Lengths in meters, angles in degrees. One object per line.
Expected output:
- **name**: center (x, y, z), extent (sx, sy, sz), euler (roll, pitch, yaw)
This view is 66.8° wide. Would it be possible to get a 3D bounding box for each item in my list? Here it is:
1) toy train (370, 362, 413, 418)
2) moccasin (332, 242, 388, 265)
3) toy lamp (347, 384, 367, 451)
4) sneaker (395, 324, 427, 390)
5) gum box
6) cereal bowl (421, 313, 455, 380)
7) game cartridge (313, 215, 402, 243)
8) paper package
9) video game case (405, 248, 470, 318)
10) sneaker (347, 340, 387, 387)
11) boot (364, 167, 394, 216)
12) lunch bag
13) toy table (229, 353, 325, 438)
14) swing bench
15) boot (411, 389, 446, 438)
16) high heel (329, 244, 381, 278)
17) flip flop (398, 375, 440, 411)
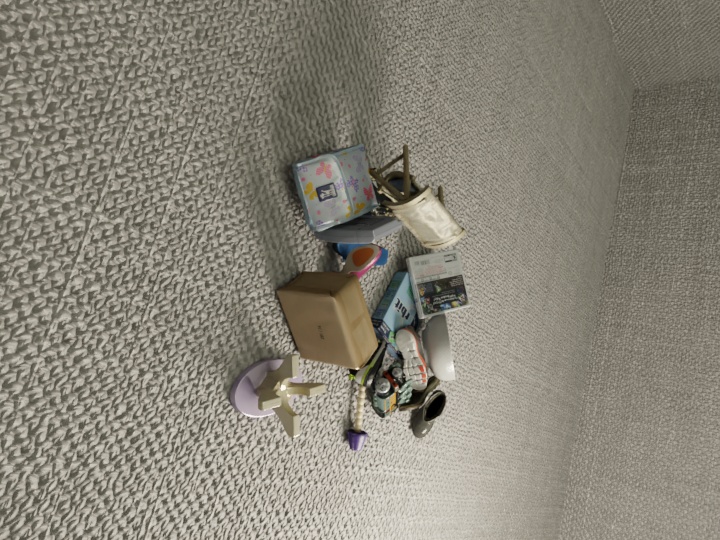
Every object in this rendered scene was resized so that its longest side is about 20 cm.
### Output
- **toy train**: center (0.082, 0.335, 1.512), extent (0.113, 0.085, 0.201), euler (-34, 153, -17)
- **moccasin**: center (-0.010, -0.047, 1.447), extent (0.199, 0.068, 0.081), euler (22, 84, -47)
- **toy lamp**: center (-0.003, 0.390, 1.500), extent (0.058, 0.058, 0.203), euler (6, 87, -49)
- **sneaker**: center (0.164, 0.251, 1.600), extent (0.082, 0.076, 0.202), euler (-38, 119, -55)
- **gum box**: center (0.118, 0.134, 1.626), extent (0.170, 0.044, 0.201), euler (52, 55, -39)
- **cereal bowl**: center (0.231, 0.235, 1.643), extent (0.200, 0.082, 0.203), euler (-10, 90, -83)
- **game cartridge**: center (-0.014, -0.102, 1.333), extent (0.132, 0.199, 0.041), euler (-22, 112, -45)
- **paper package**: center (-0.077, 0.115, 1.286), extent (0.103, 0.189, 0.202), euler (-41, 123, -44)
- **video game case**: center (0.237, 0.038, 1.653), extent (0.198, 0.023, 0.184), euler (-10, 85, -33)
- **sneaker**: center (0.018, 0.241, 1.499), extent (0.200, 0.082, 0.072), euler (-50, 157, -64)
- **boot**: center (0.067, -0.210, 1.517), extent (0.203, 0.073, 0.156), euler (-21, 106, -48)
- **lunch bag**: center (-0.065, -0.200, 1.323), extent (0.199, 0.126, 0.171), euler (-26, 108, -41)
- **toy table**: center (-0.180, 0.272, 1.237), extent (0.199, 0.116, 0.186), euler (-22, 109, -45)
- **swing bench**: center (0.143, -0.171, 1.382), extent (0.199, 0.129, 0.201), euler (41, 22, -42)
- **boot**: center (0.208, 0.439, 1.649), extent (0.183, 0.072, 0.200), euler (-64, 174, -1)
- **high heel**: center (0.000, 0.000, 1.374), extent (0.095, 0.200, 0.068), euler (15, 46, -43)
- **flip flop**: center (0.178, 0.376, 1.702), extent (0.199, 0.081, 0.058), euler (-34, 96, -41)
